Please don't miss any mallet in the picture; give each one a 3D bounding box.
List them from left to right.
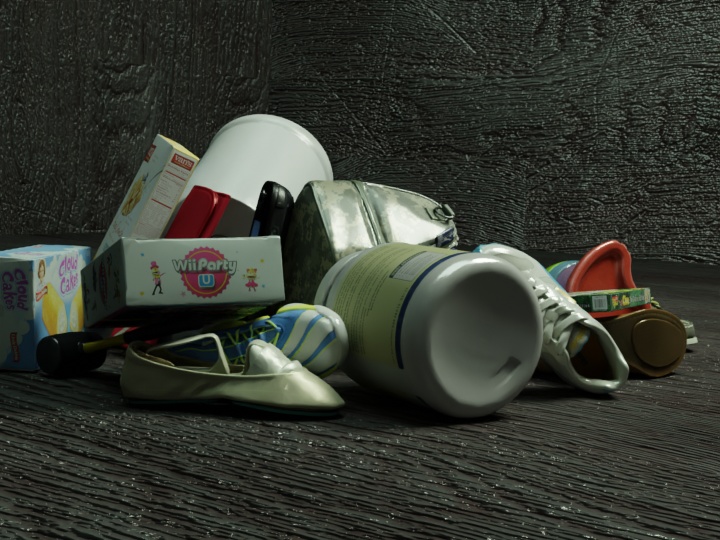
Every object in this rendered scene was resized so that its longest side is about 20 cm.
[{"bbox_3d":[-0.232,0.066,1.183,0.200,0.041,0.066,-16,-7,43],"label":"mallet"}]

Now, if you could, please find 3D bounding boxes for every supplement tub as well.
[{"bbox_3d":[0.056,0.049,1.152,0.145,0.145,0.200,-1,6,-31],"label":"supplement tub"}]

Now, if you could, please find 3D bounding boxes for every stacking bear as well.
[{"bbox_3d":[0.265,0.040,1.628,0.114,0.122,0.200,-26,6,-22],"label":"stacking bear"}]

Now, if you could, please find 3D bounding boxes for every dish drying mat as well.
[{"bbox_3d":[-0.211,-0.002,1.377,0.018,0.200,0.077,33,-10,-38],"label":"dish drying mat"}]

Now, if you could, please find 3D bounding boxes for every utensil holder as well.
[{"bbox_3d":[-0.140,-0.076,1.536,0.170,0.170,0.200,3,32,14],"label":"utensil holder"}]

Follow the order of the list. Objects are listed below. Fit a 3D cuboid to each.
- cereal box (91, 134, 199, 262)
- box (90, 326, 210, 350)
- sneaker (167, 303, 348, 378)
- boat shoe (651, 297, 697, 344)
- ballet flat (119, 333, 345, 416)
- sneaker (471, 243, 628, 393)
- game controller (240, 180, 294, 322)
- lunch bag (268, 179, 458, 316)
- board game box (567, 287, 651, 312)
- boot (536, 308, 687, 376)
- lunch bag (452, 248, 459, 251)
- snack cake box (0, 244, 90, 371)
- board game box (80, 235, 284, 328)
[{"bbox_3d":[-0.258,-0.059,1.459,0.040,0.200,0.144,26,3,-20],"label":"cereal box"},{"bbox_3d":[-0.207,0.064,1.486,0.156,0.041,0.200,5,6,37],"label":"box"},{"bbox_3d":[-0.105,0.082,1.146,0.200,0.076,0.105,-15,2,44],"label":"sneaker"},{"bbox_3d":[0.358,0.063,1.641,0.072,0.060,0.202,-1,5,-34],"label":"boat shoe"},{"bbox_3d":[-0.112,0.089,1.085,0.200,0.070,0.069,3,5,5],"label":"ballet flat"},{"bbox_3d":[0.184,0.045,1.218,0.200,0.077,0.081,39,-6,-18],"label":"sneaker"},{"bbox_3d":[-0.117,0.001,1.355,0.042,0.200,0.104,14,2,-21],"label":"game controller"},{"bbox_3d":[0.000,0.000,1.382,0.168,0.200,0.139,-1,50,-29],"label":"lunch bag"},{"bbox_3d":[0.254,0.035,1.400,0.105,0.023,0.200,-1,0,24],"label":"board game box"},{"bbox_3d":[0.249,0.082,1.390,0.200,0.077,0.155,-10,6,-33],"label":"boot"},{"bbox_3d":[0.155,0.037,1.526,0.200,0.094,0.151,15,-15,31],"label":"lunch bag"},{"bbox_3d":[-0.347,0.035,1.331,0.067,0.115,0.200,3,5,4],"label":"snack cake box"},{"bbox_3d":[-0.173,0.014,1.178,0.147,0.064,0.200,-1,-9,-22],"label":"board game box"}]
